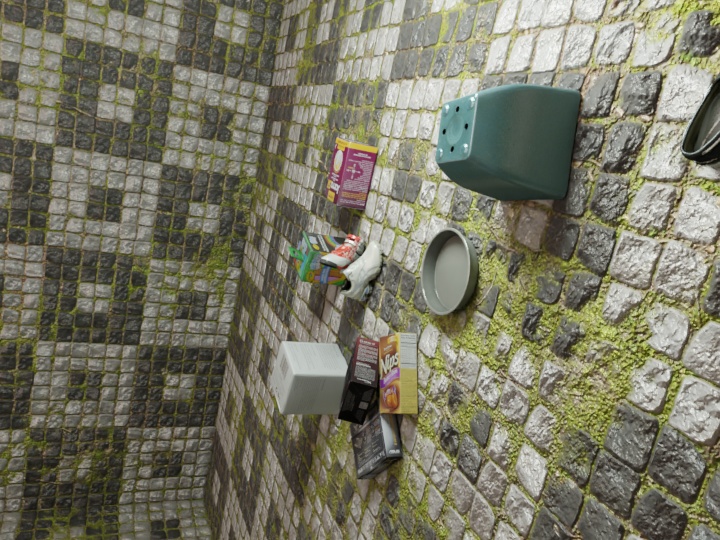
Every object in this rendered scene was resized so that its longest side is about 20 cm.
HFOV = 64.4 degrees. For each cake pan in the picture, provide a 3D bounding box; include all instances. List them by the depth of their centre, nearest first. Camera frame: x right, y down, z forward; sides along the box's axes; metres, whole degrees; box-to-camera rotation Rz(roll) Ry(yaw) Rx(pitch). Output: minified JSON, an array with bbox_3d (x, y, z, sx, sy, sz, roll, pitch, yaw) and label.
[{"bbox_3d":[0.205,0.004,1.314,0.200,0.036,0.202,-174,90,-66],"label":"cake pan"}]

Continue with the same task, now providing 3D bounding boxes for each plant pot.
[{"bbox_3d":[0.256,-0.244,1.072,0.195,0.198,0.198,13,96,64],"label":"plant pot"}]

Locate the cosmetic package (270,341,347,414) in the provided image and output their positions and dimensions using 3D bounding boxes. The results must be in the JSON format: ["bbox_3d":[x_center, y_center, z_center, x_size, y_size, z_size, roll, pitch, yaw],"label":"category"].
[{"bbox_3d":[-0.160,0.344,1.828,0.168,0.198,0.167,58,134,54],"label":"cosmetic package"}]

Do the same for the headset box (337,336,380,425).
[{"bbox_3d":[0.001,0.292,1.566,0.201,0.077,0.150,-81,7,-56],"label":"headset box"}]

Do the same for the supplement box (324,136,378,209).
[{"bbox_3d":[-0.032,-0.310,1.822,0.131,0.102,0.202,39,120,61],"label":"supplement box"}]

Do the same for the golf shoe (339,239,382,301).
[{"bbox_3d":[0.000,0.000,1.689,0.078,0.096,0.201,-123,47,-56],"label":"golf shoe"}]

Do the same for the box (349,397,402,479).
[{"bbox_3d":[0.038,0.459,1.553,0.200,0.048,0.159,125,144,-46],"label":"box"}]

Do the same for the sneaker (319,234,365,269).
[{"bbox_3d":[-0.052,-0.059,1.725,0.067,0.201,0.109,19,95,28],"label":"sneaker"}]

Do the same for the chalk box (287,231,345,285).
[{"bbox_3d":[-0.144,-0.040,1.885,0.125,0.198,0.125,-118,42,-51],"label":"chalk box"}]

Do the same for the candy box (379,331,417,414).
[{"bbox_3d":[0.096,0.265,1.469,0.117,0.056,0.202,153,122,-62],"label":"candy box"}]

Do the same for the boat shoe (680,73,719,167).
[{"bbox_3d":[0.487,-0.230,0.733,0.076,0.060,0.201,-127,49,-56],"label":"boat shoe"}]
